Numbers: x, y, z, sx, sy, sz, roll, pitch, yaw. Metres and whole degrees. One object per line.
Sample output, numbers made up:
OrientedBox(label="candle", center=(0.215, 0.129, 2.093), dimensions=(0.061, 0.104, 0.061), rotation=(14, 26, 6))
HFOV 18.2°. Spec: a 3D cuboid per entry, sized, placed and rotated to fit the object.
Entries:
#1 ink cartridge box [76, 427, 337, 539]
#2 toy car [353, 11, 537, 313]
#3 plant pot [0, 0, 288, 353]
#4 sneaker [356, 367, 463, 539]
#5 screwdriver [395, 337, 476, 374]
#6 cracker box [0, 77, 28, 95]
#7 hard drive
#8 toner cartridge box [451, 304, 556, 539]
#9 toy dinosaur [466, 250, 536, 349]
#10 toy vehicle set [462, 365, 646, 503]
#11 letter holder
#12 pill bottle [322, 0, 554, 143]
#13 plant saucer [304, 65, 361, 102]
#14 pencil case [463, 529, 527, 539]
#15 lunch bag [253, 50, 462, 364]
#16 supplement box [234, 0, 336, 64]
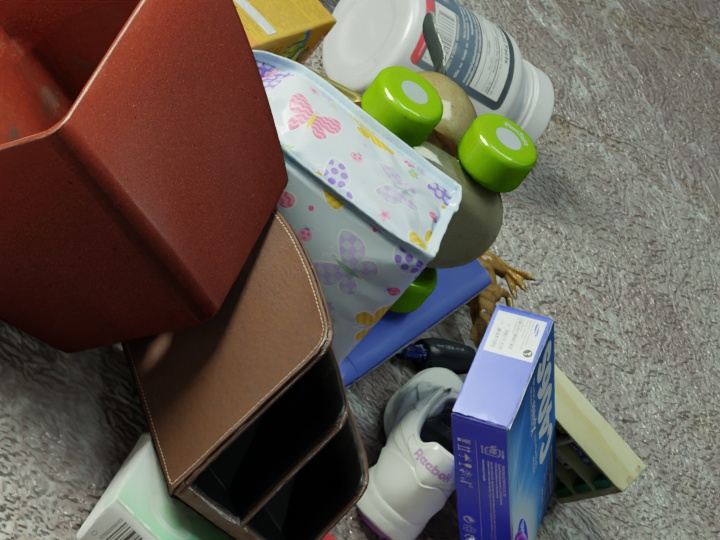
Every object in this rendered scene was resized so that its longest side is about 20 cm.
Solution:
OrientedBox(label="ink cartridge box", center=(-0.077, 0.159, 1.393), dimensions=(0.161, 0.050, 0.200), rotation=(44, 28, -8))
OrientedBox(label="toy car", center=(0.028, -0.103, 1.661), dimensions=(0.157, 0.164, 0.201), rotation=(24, 37, -21))
OrientedBox(label="plant pot", center=(-0.161, -0.064, 1.376), dimensions=(0.177, 0.199, 0.201), rotation=(53, 43, -27))
OrientedBox(label="sneaker", center=(0.060, 0.117, 1.598), dimensions=(0.075, 0.100, 0.200), rotation=(38, 26, -6))
OrientedBox(label="screwdriver", center=(0.019, 0.063, 1.704), dimensions=(0.199, 0.028, 0.029), rotation=(4, 78, -47))
OrientedBox(label="cracker box", center=(-0.283, -0.158, 1.497), dimensions=(0.199, 0.058, 0.135), rotation=(16, 41, -49))
OrientedBox(label="hard drive", center=(0.000, 0.000, 1.686), dimensions=(0.132, 0.025, 0.200), rotation=(51, 43, 6))
OrientedBox(label="toner cartridge box", center=(0.100, 0.123, 1.539), dimensions=(0.043, 0.201, 0.095), rotation=(16, 55, 17))
OrientedBox(label="toy dinosaur", center=(0.091, -0.006, 1.839), dimensions=(0.106, 0.060, 0.201), rotation=(41, 16, -45))
OrientedBox(label="toy vehicle set", center=(0.139, 0.115, 1.673), dimensions=(0.124, 0.026, 0.200), rotation=(48, -11, 1))
OrientedBox(label="letter holder", center=(-0.054, 0.061, 1.388), dimensions=(0.100, 0.142, 0.200), rotation=(39, 11, -30))
OrientedBox(label="pill bottle", center=(0.074, -0.177, 1.998), dimensions=(0.199, 0.119, 0.120), rotation=(26, 33, -38))
OrientedBox(label="plant saucer", center=(-0.045, -0.103, 1.796), dimensions=(0.199, 0.048, 0.201), rotation=(23, 36, -40))
OrientedBox(label="pencil case", center=(0.117, 0.274, 1.485), dimensions=(0.084, 0.085, 0.201), rotation=(88, -24, -65))
OrientedBox(label="lunch bag", center=(-0.062, -0.036, 1.520), dimensions=(0.200, 0.170, 0.127), rotation=(39, 33, -5))
OrientedBox(label="supplement box", center=(-0.087, -0.176, 1.685), dimensions=(0.069, 0.067, 0.200), rotation=(43, 22, 3))
